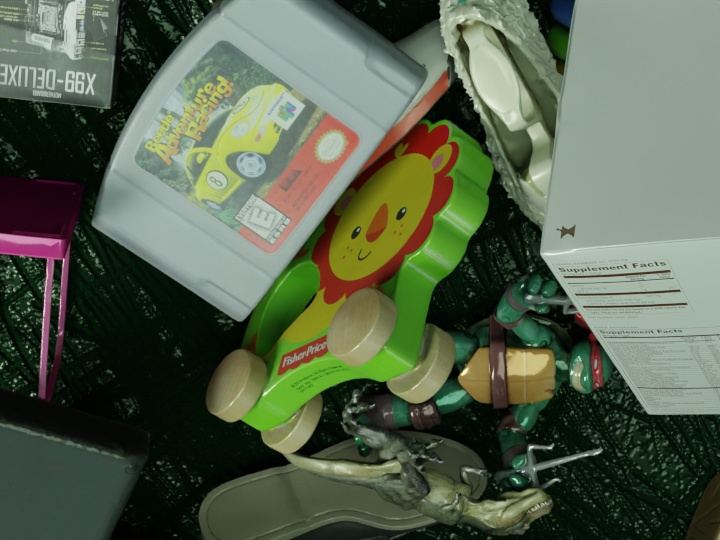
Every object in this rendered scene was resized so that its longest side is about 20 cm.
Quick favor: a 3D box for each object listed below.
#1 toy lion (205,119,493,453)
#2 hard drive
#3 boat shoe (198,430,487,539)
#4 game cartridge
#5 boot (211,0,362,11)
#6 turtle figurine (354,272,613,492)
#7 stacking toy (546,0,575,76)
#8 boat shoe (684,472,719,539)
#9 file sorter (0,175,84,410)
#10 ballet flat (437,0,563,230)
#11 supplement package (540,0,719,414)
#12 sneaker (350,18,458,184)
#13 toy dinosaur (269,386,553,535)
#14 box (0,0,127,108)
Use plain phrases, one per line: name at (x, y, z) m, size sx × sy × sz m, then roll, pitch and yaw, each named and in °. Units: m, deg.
toy lion at (0.000, 0.000, 0.995) m, size 0.069 × 0.192 × 0.200 m, roll 33°, pitch 141°, yaw -28°
hard drive at (-0.229, 0.160, 0.974) m, size 0.140 × 0.033 × 0.200 m, roll 18°, pitch 121°, yaw -16°
boat shoe at (-0.012, 0.163, 1.097) m, size 0.200 × 0.073 × 0.063 m, roll -11°, pitch 149°, yaw -8°
game cartridge at (-0.070, -0.079, 0.962) m, size 0.133 × 0.041 × 0.200 m, roll 35°, pitch 106°, yaw -10°
boot at (-0.012, -0.217, 0.986) m, size 0.200 × 0.075 × 0.097 m, roll -20°, pitch 89°, yaw 0°
turtle figurine at (0.094, 0.071, 1.050) m, size 0.200 × 0.101 × 0.150 m, roll -4°, pitch 99°, yaw 9°
stacking toy at (0.147, -0.137, 1.010) m, size 0.085 × 0.085 × 0.200 m, roll 14°, pitch 108°, yaw -9°
boat shoe at (0.251, 0.244, 1.128) m, size 0.065 × 0.072 × 0.200 m, roll 20°, pitch 97°, yaw -10°
file sorter at (-0.281, 0.011, 0.977) m, size 0.200 × 0.139 × 0.125 m, roll 6°, pitch 106°, yaw -7°
ballet flat at (0.101, -0.087, 0.967) m, size 0.072 × 0.072 × 0.200 m, roll -31°, pitch 107°, yaw 4°
supplement package at (0.214, -0.044, 0.913) m, size 0.147 × 0.191 × 0.200 m, roll -4°, pitch 148°, yaw 27°
sneaker at (-0.029, -0.112, 1.003) m, size 0.201 × 0.067 × 0.108 m, roll -44°, pitch 107°, yaw 10°
toy dinosaur at (0.022, 0.125, 1.019) m, size 0.200 × 0.047 × 0.088 m, roll 15°, pitch 144°, yaw 18°
box at (-0.243, -0.190, 0.971) m, size 0.200 × 0.050 × 0.158 m, roll 5°, pitch 105°, yaw -6°
